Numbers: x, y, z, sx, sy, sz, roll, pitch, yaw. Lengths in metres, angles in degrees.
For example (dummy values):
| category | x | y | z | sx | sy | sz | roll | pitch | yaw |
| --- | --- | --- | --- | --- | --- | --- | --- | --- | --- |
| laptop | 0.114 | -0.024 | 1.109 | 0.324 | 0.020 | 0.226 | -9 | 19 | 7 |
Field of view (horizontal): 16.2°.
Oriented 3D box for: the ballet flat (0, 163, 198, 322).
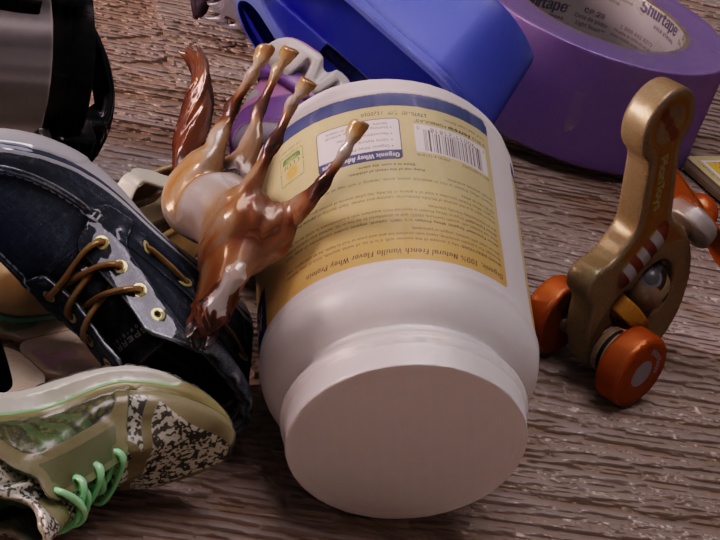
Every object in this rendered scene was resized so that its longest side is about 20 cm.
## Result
| category | x | y | z | sx | sy | sz | roll | pitch | yaw |
| --- | --- | --- | --- | --- | --- | --- | --- | --- | --- |
| ballet flat | -0.148 | -0.024 | 1.399 | 0.069 | 0.063 | 0.200 | 31 | 24 | 17 |

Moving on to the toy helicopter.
| category | x | y | z | sx | sy | sz | roll | pitch | yaw |
| --- | --- | --- | --- | --- | --- | --- | --- | --- | --- |
| toy helicopter | 0.171 | -0.028 | 1.468 | 0.132 | 0.200 | 0.079 | -29 | 49 | -33 |

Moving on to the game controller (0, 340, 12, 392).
| category | x | y | z | sx | sy | sz | roll | pitch | yaw |
| --- | --- | --- | --- | --- | --- | --- | --- | --- | --- |
| game controller | -0.212 | -0.034 | 1.229 | 0.042 | 0.200 | 0.104 | -28 | 33 | -22 |

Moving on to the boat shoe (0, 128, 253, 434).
| category | x | y | z | sx | sy | sz | roll | pitch | yaw |
| --- | --- | --- | --- | --- | --- | --- | --- | --- | --- |
| boat shoe | -0.130 | 0.007 | 1.287 | 0.200 | 0.071 | 0.091 | 35 | 19 | -24 |

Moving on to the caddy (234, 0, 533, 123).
| category | x | y | z | sx | sy | sz | roll | pitch | yaw |
| --- | --- | --- | --- | --- | --- | --- | --- | --- | --- |
| caddy | 0.010 | -0.139 | 1.625 | 0.200 | 0.141 | 0.105 | 41 | 64 | -3 |

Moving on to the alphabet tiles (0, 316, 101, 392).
| category | x | y | z | sx | sy | sz | roll | pitch | yaw |
| --- | --- | --- | --- | --- | --- | --- | --- | --- | --- |
| alphabet tiles | -0.197 | 0.032 | 1.337 | 0.196 | 0.015 | 0.200 | -11 | 39 | -44 |

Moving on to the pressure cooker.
| category | x | y | z | sx | sy | sz | roll | pitch | yaw |
| --- | --- | --- | --- | --- | --- | --- | --- | --- | --- |
| pressure cooker | -0.238 | -0.126 | 1.439 | 0.200 | 0.176 | 0.179 | 2 | 0 | -30 |

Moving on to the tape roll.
| category | x | y | z | sx | sy | sz | roll | pitch | yaw |
| --- | --- | --- | --- | --- | --- | --- | --- | --- | --- |
| tape roll | 0.157 | -0.152 | 1.819 | 0.200 | 0.085 | 0.200 | 17 | 26 | -8 |

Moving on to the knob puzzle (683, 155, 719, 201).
| category | x | y | z | sx | sy | sz | roll | pitch | yaw |
| --- | --- | --- | --- | --- | --- | --- | --- | --- | --- |
| knob puzzle | 0.358 | -0.041 | 1.799 | 0.220 | 0.030 | 0.220 | 14 | 26 | -7 |

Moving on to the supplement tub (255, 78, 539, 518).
| category | x | y | z | sx | sy | sz | roll | pitch | yaw |
| --- | --- | --- | --- | --- | --- | --- | --- | --- | --- |
| supplement tub | 0.017 | 0.014 | 1.319 | 0.144 | 0.144 | 0.200 | 10 | 45 | -15 |

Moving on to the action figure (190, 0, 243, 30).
| category | x | y | z | sx | sy | sz | roll | pitch | yaw |
| --- | --- | --- | --- | --- | --- | --- | --- | --- | --- |
| action figure | -0.015 | -0.173 | 1.771 | 0.200 | 0.069 | 0.130 | 22 | 34 | 19 |

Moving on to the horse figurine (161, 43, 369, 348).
| category | x | y | z | sx | sy | sz | roll | pitch | yaw |
| --- | --- | --- | --- | --- | --- | --- | --- | --- | --- |
| horse figurine | -0.063 | -0.048 | 1.300 | 0.050 | 0.133 | 0.200 | 26 | 11 | -28 |

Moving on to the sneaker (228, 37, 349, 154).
| category | x | y | z | sx | sy | sz | roll | pitch | yaw |
| --- | --- | --- | --- | --- | --- | --- | --- | --- | --- |
| sneaker | -0.001 | -0.049 | 1.555 | 0.200 | 0.088 | 0.080 | 39 | -15 | 3 |

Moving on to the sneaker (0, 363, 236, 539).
| category | x | y | z | sx | sy | sz | roll | pitch | yaw |
| --- | --- | --- | --- | --- | --- | --- | --- | --- | --- |
| sneaker | -0.148 | 0.101 | 1.189 | 0.200 | 0.077 | 0.089 | -3 | 46 | -26 |
